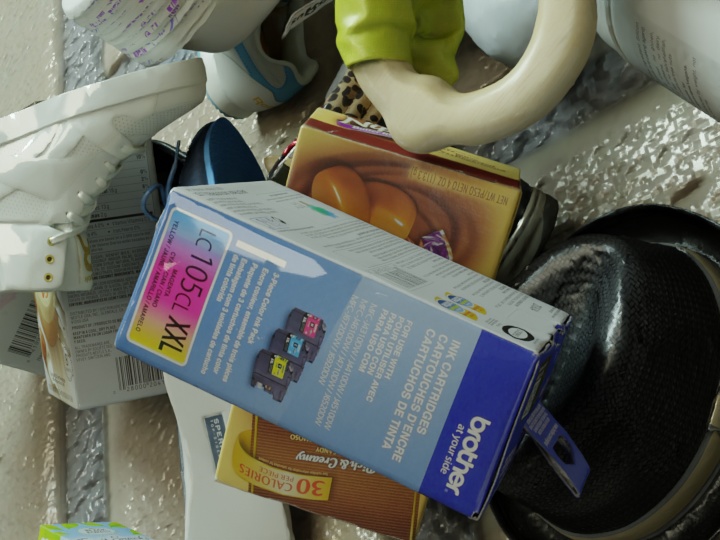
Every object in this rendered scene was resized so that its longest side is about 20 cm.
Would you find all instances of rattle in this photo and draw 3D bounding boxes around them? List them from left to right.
[{"bbox_3d":[0.095,-0.139,0.659,0.199,0.142,0.131,-36,63,17],"label":"rattle"}]

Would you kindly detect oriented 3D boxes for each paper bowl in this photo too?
[{"bbox_3d":[-0.094,-0.220,0.834,0.201,0.104,0.202,-45,27,30],"label":"paper bowl"}]

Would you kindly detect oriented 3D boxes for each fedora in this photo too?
[{"bbox_3d":[0.114,0.054,0.673,0.199,0.091,0.204,-19,62,38],"label":"fedora"}]

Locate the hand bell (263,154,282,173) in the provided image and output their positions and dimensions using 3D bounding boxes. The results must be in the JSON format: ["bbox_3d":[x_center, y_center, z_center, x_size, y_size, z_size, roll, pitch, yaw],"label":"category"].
[{"bbox_3d":[-0.019,0.035,0.831,0.103,0.103,0.204,4,89,44],"label":"hand bell"}]

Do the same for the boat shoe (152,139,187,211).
[{"bbox_3d":[-0.108,-0.039,0.929,0.074,0.067,0.199,-25,37,-17],"label":"boat shoe"}]

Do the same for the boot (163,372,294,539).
[{"bbox_3d":[-0.078,0.125,0.859,0.071,0.090,0.204,-7,92,5],"label":"boot"}]

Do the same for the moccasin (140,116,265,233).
[{"bbox_3d":[-0.101,-0.025,0.819,0.068,0.081,0.201,-30,30,19],"label":"moccasin"}]

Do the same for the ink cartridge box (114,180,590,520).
[{"bbox_3d":[0.014,0.033,0.582,0.197,0.136,0.077,22,100,12],"label":"ink cartridge box"}]

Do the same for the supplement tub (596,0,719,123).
[{"bbox_3d":[0.213,-0.119,0.620,0.133,0.131,0.200,-55,46,12],"label":"supplement tub"}]

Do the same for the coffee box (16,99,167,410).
[{"bbox_3d":[-0.184,-0.015,0.922,0.114,0.079,0.204,-179,81,-66],"label":"coffee box"}]

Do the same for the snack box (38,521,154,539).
[{"bbox_3d":[-0.125,0.256,0.780,0.198,0.067,0.172,10,90,45],"label":"snack box"}]

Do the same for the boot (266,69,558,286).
[{"bbox_3d":[0.000,0.000,0.758,0.201,0.150,0.073,-52,8,15],"label":"boot"}]

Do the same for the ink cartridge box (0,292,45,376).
[{"bbox_3d":[-0.281,-0.017,1.005,0.082,0.199,0.147,31,95,45],"label":"ink cartridge box"}]

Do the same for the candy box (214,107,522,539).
[{"bbox_3d":[0.003,0.030,0.701,0.057,0.115,0.203,-66,-8,-72],"label":"candy box"}]

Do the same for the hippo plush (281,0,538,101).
[{"bbox_3d":[0.064,-0.191,0.771,0.160,0.160,0.201,27,74,34],"label":"hippo plush"}]

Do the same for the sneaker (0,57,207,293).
[{"bbox_3d":[-0.170,-0.050,0.821,0.197,0.074,0.117,-20,94,10],"label":"sneaker"}]

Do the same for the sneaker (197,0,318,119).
[{"bbox_3d":[-0.085,-0.217,0.958,0.080,0.076,0.203,-14,94,36],"label":"sneaker"}]
